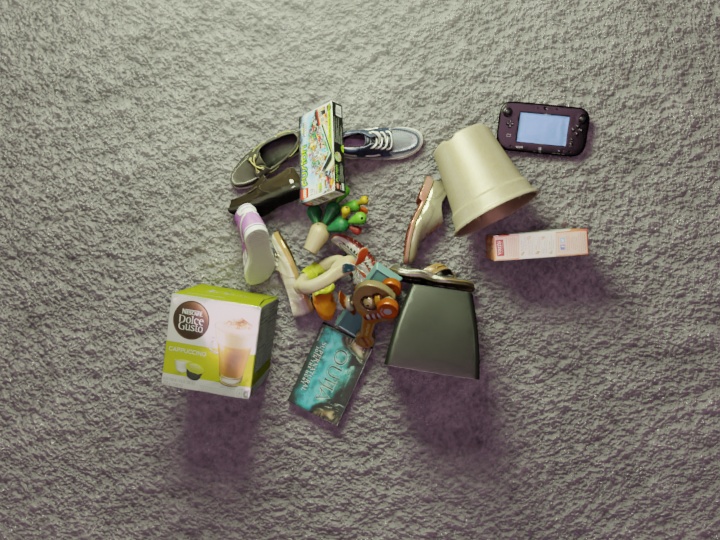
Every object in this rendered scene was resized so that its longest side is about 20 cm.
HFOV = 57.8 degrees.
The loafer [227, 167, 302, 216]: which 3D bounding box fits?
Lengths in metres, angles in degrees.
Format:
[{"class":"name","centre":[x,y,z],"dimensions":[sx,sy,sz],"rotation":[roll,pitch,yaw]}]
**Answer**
[{"class":"loafer","centre":[-0.214,-0.176,1.480],"dimensions":[0.197,0.073,0.073],"rotation":[-17,71,18]}]

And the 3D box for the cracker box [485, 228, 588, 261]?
[{"class":"cracker box","centre":[0.377,-0.057,1.413],"dimensions":[0.196,0.134,0.059],"rotation":[-5,94,4]}]

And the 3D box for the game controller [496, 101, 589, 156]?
[{"class":"game controller","centre":[0.401,-0.312,1.440],"dimensions":[0.196,0.042,0.107],"rotation":[6,94,5]}]

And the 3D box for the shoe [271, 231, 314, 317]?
[{"class":"shoe","centre":[-0.166,0.011,1.493],"dimensions":[0.053,0.070,0.203],"rotation":[-23,94,-3]}]

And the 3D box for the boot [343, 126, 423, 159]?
[{"class":"boot","centre":[0.042,-0.281,1.446],"dimensions":[0.196,0.090,0.074],"rotation":[-7,94,5]}]

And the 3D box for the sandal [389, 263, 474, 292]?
[{"class":"sandal","centre":[0.163,0.010,1.475],"dimensions":[0.196,0.082,0.056],"rotation":[13,73,10]}]

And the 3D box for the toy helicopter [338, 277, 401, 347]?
[{"class":"toy helicopter","centre":[0.012,0.098,1.426],"dimensions":[0.129,0.080,0.202],"rotation":[11,134,0]}]

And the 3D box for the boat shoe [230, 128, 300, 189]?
[{"class":"boat shoe","centre":[-0.218,-0.255,1.483],"dimensions":[0.199,0.061,0.072],"rotation":[-33,90,6]}]

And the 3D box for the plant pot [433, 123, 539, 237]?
[{"class":"plant pot","centre":[0.252,-0.201,1.400],"dimensions":[0.198,0.200,0.186],"rotation":[-26,80,6]}]

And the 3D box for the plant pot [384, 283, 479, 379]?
[{"class":"plant pot","centre":[0.162,0.131,1.423],"dimensions":[0.196,0.200,0.181],"rotation":[9,84,4]}]

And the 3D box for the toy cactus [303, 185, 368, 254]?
[{"class":"toy cactus","centre":[-0.071,-0.113,1.446],"dimensions":[0.198,0.102,0.167],"rotation":[28,86,29]}]

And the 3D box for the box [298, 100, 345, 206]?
[{"class":"box","centre":[-0.084,-0.250,1.409],"dimensions":[0.109,0.034,0.204],"rotation":[-15,72,40]}]

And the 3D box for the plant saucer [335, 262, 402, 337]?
[{"class":"plant saucer","centre":[0.015,0.073,1.462],"dimensions":[0.069,0.019,0.201],"rotation":[31,123,-5]}]

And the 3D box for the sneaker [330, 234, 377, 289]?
[{"class":"sneaker","centre":[0.000,0.000,1.476],"dimensions":[0.082,0.078,0.201],"rotation":[-41,90,7]}]

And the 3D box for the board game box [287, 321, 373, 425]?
[{"class":"board game box","centre":[-0.070,0.241,1.523],"dimensions":[0.133,0.028,0.203],"rotation":[25,96,3]}]

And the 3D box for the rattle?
[{"class":"rattle","centre":[-0.041,0.038,1.418],"dimensions":[0.197,0.130,0.146],"rotation":[-14,96,33]}]

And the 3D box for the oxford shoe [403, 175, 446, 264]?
[{"class":"oxford shoe","centre":[0.147,-0.105,1.457],"dimensions":[0.072,0.071,0.204],"rotation":[19,91,-2]}]

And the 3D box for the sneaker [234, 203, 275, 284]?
[{"class":"sneaker","centre":[-0.242,-0.065,1.474],"dimensions":[0.071,0.202,0.115],"rotation":[-15,53,-21]}]

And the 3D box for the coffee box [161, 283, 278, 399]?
[{"class":"coffee box","centre":[-0.305,0.148,1.448],"dimensions":[0.195,0.200,0.202],"rotation":[9,94,3]}]
